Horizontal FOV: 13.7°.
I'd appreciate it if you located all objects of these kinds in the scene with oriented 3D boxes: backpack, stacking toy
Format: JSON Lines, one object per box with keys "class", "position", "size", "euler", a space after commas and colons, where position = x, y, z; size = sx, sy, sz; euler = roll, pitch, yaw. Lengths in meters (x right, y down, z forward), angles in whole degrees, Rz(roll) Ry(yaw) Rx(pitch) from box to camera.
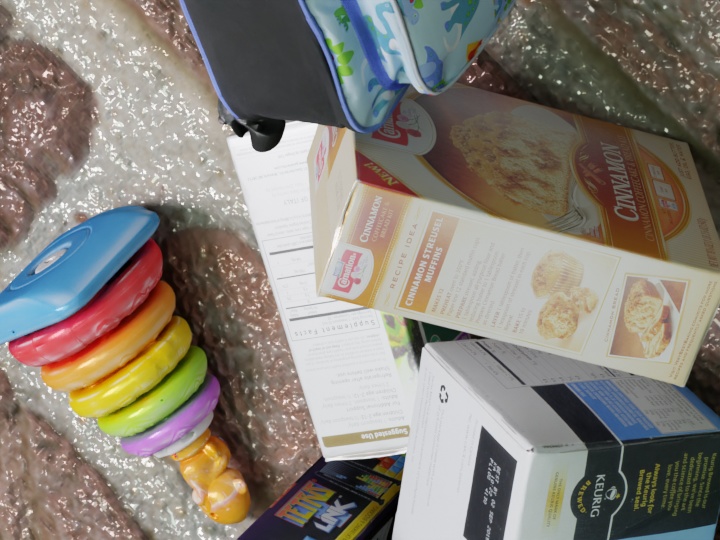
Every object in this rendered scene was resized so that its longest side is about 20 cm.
{"class": "backpack", "position": [0.004, -0.187, 1.502], "size": [0.147, 0.200, 0.183], "euler": [5, 138, 31]}
{"class": "stacking toy", "position": [-0.126, 0.070, 1.784], "size": [0.116, 0.110, 0.200], "euler": [-22, 110, 46]}

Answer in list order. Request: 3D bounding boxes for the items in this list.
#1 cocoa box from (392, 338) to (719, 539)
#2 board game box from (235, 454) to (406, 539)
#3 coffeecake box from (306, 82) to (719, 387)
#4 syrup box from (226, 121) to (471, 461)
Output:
{"class": "cocoa box", "position": [0.105, 0.149, 1.648], "size": [0.133, 0.131, 0.200], "euler": [45, 133, 53]}
{"class": "board game box", "position": [-0.039, 0.215, 1.749], "size": [0.057, 0.165, 0.200], "euler": [23, 117, 16]}
{"class": "coffeecake box", "position": [0.078, -0.029, 1.565], "size": [0.200, 0.154, 0.073], "euler": [14, 118, -11]}
{"class": "syrup box", "position": [0.000, 0.000, 1.699], "size": [0.081, 0.079, 0.200], "euler": [-11, 104, 28]}
